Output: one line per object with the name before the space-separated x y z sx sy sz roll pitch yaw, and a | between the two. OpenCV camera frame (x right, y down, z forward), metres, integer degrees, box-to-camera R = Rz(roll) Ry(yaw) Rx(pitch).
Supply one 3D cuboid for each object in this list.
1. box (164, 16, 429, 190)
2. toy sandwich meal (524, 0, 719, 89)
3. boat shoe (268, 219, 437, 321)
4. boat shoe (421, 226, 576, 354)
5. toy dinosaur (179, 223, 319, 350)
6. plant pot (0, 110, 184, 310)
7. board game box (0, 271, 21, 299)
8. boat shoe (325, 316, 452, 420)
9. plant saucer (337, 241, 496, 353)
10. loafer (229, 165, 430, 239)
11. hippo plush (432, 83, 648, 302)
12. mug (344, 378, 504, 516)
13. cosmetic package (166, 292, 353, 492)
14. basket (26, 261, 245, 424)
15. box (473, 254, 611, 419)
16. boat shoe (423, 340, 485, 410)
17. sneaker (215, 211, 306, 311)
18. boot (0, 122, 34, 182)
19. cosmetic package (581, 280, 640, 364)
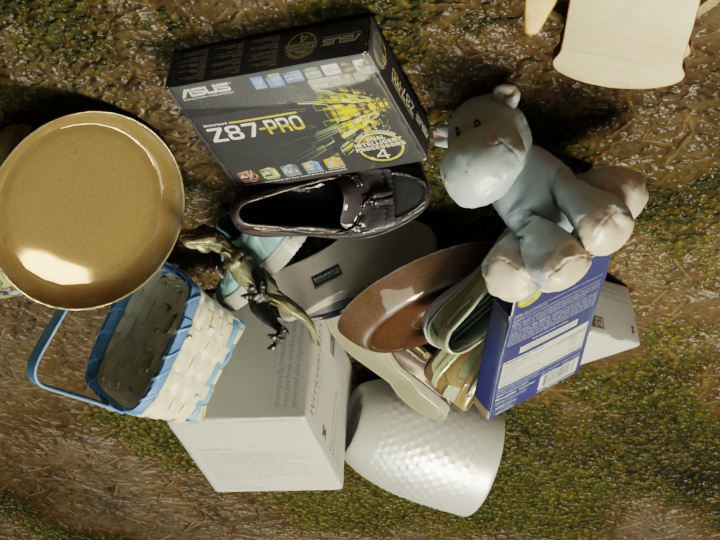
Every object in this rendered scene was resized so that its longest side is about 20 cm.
box | -0.054 -0.148 1.348 0.198 0.050 0.162 -7 144 20
toy sandwich meal | 0.208 -0.226 1.161 0.203 0.071 0.206 4 149 2
boat shoe | 0.000 0.000 1.580 0.198 0.075 0.093 -19 169 19
boat shoe | 0.150 0.013 1.473 0.200 0.062 0.072 -43 119 -1
toy dinosaur | -0.097 0.026 1.483 0.047 0.088 0.200 -39 116 12
plant pot | -0.267 -0.060 1.436 0.199 0.201 0.027 31 -178 -36
board game box | -0.319 -0.020 1.546 0.198 0.033 0.120 -12 149 -16
boat shoe | 0.040 0.092 1.710 0.200 0.060 0.072 43 155 -22
plant saucer | 0.073 0.035 1.560 0.199 0.035 0.201 -22 158 -9
loafer | -0.029 -0.061 1.433 0.198 0.073 0.063 -6 -174 1
hippo plush | 0.157 -0.092 1.336 0.158 0.201 0.161 -24 115 31
mug | 0.061 0.206 1.842 0.174 0.149 0.200 18 178 -14
cosmetic package | -0.111 0.143 1.720 0.163 0.166 0.201 -3 149 12
basket | -0.236 0.069 1.549 0.139 0.178 0.200 22 172 45
box | 0.177 0.055 1.455 0.120 0.032 0.201 -24 147 -23
boat shoe | 0.158 0.062 1.547 0.200 0.076 0.072 -49 158 9
sneaker | -0.119 -0.027 1.554 0.082 0.074 0.200 39 143 -7
boot | -0.430 -0.110 1.452 0.198 0.067 0.175 16 147 -15
cosmetic package | 0.194 0.070 1.630 0.199 0.075 0.101 -23 156 36
